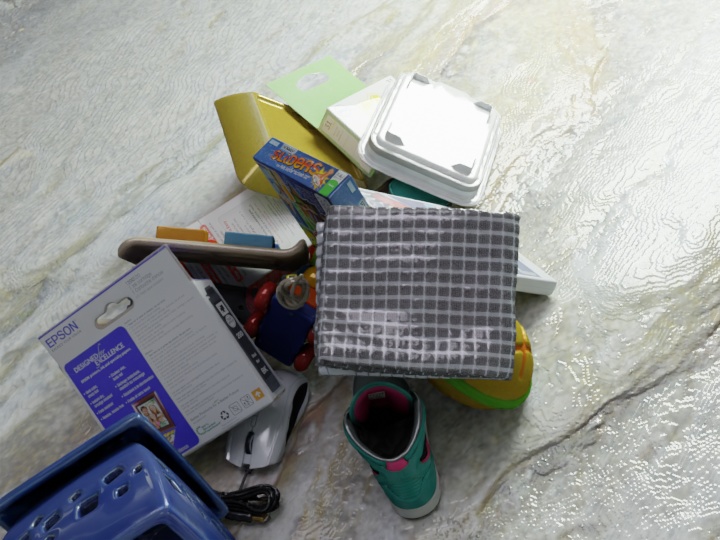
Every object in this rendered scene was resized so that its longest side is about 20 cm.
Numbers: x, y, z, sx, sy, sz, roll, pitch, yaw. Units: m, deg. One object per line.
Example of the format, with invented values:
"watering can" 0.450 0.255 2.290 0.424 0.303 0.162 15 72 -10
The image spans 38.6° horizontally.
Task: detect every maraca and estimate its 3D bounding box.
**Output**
"maraca" 0.099 0.067 1.080 0.200 0.107 0.137 40 32 0

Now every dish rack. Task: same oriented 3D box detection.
"dish rack" 0.099 -0.182 1.333 0.171 0.044 0.200 23 44 0

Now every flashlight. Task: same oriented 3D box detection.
"flashlight" -0.171 0.044 1.209 0.199 0.068 0.068 7 79 -7

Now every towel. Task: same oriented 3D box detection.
"towel" 0.051 0.022 0.986 0.199 0.086 0.166 2 84 4

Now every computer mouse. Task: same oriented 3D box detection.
"computer mouse" -0.117 0.180 1.127 0.109 0.044 0.200 1 48 22

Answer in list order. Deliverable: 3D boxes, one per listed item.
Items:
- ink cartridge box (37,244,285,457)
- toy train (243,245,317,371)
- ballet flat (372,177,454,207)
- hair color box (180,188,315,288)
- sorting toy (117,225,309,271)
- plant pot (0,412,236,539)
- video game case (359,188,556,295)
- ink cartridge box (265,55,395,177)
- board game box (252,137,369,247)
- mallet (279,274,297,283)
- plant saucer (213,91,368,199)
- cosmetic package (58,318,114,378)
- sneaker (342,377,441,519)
"ink cartridge box" -0.215 0.100 1.104 0.198 0.200 0.043 -33 4 19
"toy train" -0.052 0.015 1.101 0.084 0.200 0.116 32 57 2
"ballet flat" 0.034 -0.075 1.301 0.199 0.071 0.071 -23 41 -28
"hair color box" -0.164 -0.017 1.291 0.200 0.064 0.111 -33 76 -14
"sorting toy" -0.158 -0.024 1.163 0.199 0.185 0.037 0 86 -1
"plant pot" -0.222 0.268 0.963 0.200 0.200 0.180 -34 37 0
"video game case" 0.103 -0.034 1.175 0.182 0.199 0.023 43 116 43
"ink cartridge box" -0.008 -0.225 1.388 0.200 0.048 0.145 44 46 12
"board game box" -0.024 -0.049 1.126 0.034 0.200 0.135 -47 47 -14
"mallet" 0.000 0.000 1.238 0.199 0.041 0.066 2 45 25
"plant saucer" -0.079 -0.157 1.344 0.049 0.199 0.200 -55 36 28
"cosmetic package" -0.233 0.109 1.195 0.199 0.105 0.071 -3 48 15
"sneaker" 0.022 0.143 1.056 0.083 0.121 0.200 -21 45 -1
